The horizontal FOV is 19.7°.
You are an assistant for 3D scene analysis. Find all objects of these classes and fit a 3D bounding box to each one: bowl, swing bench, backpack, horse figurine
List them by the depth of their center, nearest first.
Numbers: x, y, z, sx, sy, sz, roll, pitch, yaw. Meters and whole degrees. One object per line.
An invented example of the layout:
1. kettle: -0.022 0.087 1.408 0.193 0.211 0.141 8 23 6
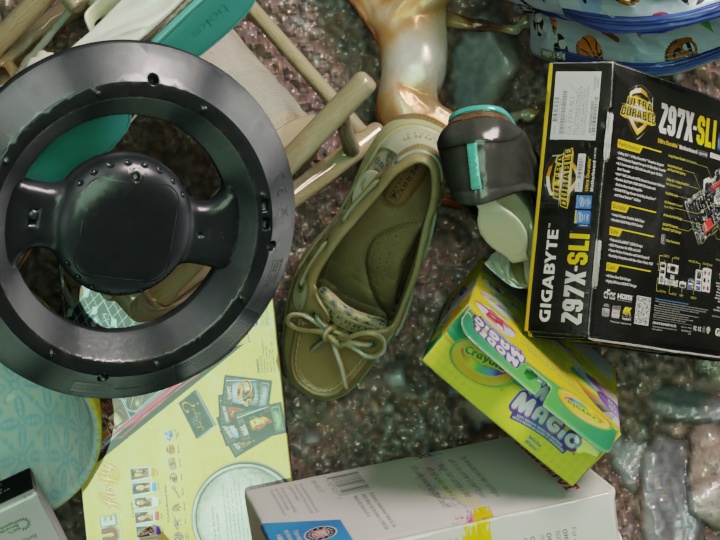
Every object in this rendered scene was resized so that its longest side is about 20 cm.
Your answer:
1. backpack: 0.177 -0.200 1.244 0.199 0.190 0.155 -30 113 -21
2. bowl: -0.252 0.056 1.250 0.199 0.201 0.108 2 45 -3
3. swing bench: -0.123 -0.101 1.251 0.200 0.130 0.199 -41 79 -4
4. horse figurine: 0.052 -0.126 1.317 0.132 0.050 0.202 -3 85 -11

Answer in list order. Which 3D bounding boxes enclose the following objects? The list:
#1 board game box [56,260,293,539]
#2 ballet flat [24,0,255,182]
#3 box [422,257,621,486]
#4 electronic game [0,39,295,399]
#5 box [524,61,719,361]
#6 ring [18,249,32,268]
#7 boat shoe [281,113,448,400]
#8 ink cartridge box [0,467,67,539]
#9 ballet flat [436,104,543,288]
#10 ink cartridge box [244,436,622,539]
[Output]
1. board game box: -0.114 0.082 1.305 0.134 0.035 0.202 -5 88 -4
2. ballet flat: -0.145 -0.114 1.164 0.200 0.069 0.069 -44 91 -8
3. box: 0.098 0.059 1.235 0.117 0.200 0.048 40 99 -1
4. electronic game: -0.131 -0.026 1.133 0.199 0.042 0.201 -6 108 -19
5. box: 0.178 -0.030 1.257 0.049 0.199 0.161 1 86 38
6. ring: -0.295 -0.060 1.308 0.199 0.019 0.202 0 87 -4
7. boat shoe: 0.000 0.000 1.269 0.073 0.063 0.201 20 115 -3
8. ink cartridge box: -0.204 0.222 1.269 0.094 0.037 0.201 -23 118 -5
9. ballet flat: 0.094 -0.030 1.247 0.068 0.200 0.069 -12 66 22
10. ink cartridge box: 0.048 0.197 1.235 0.199 0.147 0.146 -11 102 -9
